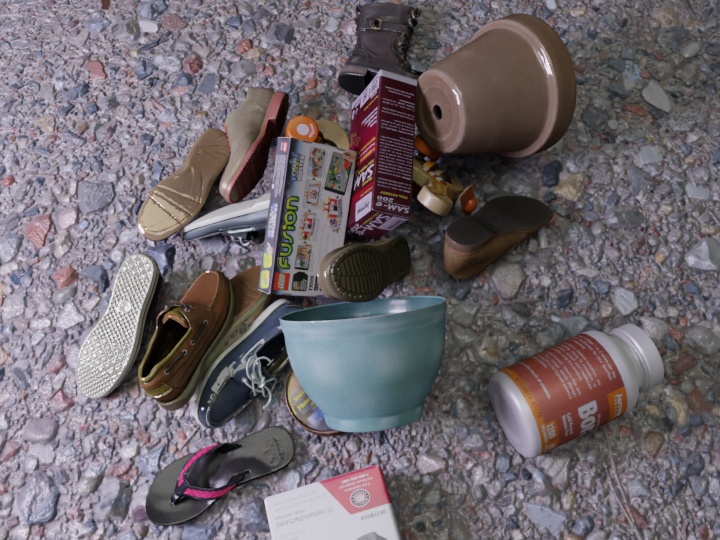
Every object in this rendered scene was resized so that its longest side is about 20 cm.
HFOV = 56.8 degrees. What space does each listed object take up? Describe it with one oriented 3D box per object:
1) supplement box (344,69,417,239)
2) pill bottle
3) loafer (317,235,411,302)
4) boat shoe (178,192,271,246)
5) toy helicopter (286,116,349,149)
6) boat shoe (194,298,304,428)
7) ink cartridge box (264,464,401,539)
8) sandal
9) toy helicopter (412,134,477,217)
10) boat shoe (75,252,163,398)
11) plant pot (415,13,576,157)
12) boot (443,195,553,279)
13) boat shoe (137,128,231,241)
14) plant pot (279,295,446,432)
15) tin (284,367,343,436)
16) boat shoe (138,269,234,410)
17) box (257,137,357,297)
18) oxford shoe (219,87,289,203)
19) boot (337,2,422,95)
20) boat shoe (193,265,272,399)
[{"bbox_3d":[0.026,-0.156,0.920,0.060,0.109,0.203,9,73,-21],"label":"supplement box"},{"bbox_3d":[0.271,0.144,0.838,0.198,0.112,0.113,-22,68,-9],"label":"pill bottle"},{"bbox_3d":[0.000,0.000,0.884,0.067,0.199,0.077,-10,92,33],"label":"loafer"},{"bbox_3d":[-0.166,-0.063,0.944,0.197,0.073,0.063,-14,108,17],"label":"boat shoe"},{"bbox_3d":[-0.046,-0.125,0.984,0.130,0.079,0.203,1,75,-15],"label":"toy helicopter"},{"bbox_3d":[-0.133,0.125,0.866,0.061,0.075,0.200,18,56,41],"label":"boat shoe"},{"bbox_3d":[-0.018,0.346,0.767,0.146,0.086,0.202,-15,66,-6],"label":"ink cartridge box"},{"bbox_3d":[-0.178,0.248,0.830,0.198,0.045,0.076,-24,69,-10],"label":"sandal"},{"bbox_3d":[0.111,-0.110,0.926,0.131,0.200,0.079,32,110,-6],"label":"toy helicopter"},{"bbox_3d":[-0.319,0.076,0.899,0.074,0.062,0.203,19,83,3],"label":"boat shoe"},{"bbox_3d":[0.170,-0.244,0.939,0.173,0.201,0.202,-21,67,-27],"label":"plant pot"},{"bbox_3d":[0.194,-0.050,0.955,0.198,0.076,0.074,-22,48,-28],"label":"boot"},{"bbox_3d":[-0.254,-0.119,0.980,0.071,0.065,0.202,30,67,-5],"label":"boat shoe"},{"bbox_3d":[0.010,0.110,0.787,0.197,0.200,0.136,-7,92,-3],"label":"plant pot"},{"bbox_3d":[-0.012,0.130,0.887,0.200,0.042,0.112,-42,77,-16],"label":"tin"},{"bbox_3d":[-0.215,0.070,0.835,0.071,0.068,0.202,-9,47,23],"label":"boat shoe"},{"bbox_3d":[-0.070,-0.068,0.891,0.109,0.035,0.203,5,96,-37],"label":"box"},{"bbox_3d":[-0.171,-0.186,0.980,0.074,0.071,0.202,17,61,6],"label":"oxford shoe"},{"bbox_3d":[0.065,-0.360,1.081,0.197,0.069,0.176,16,68,9],"label":"boot"},{"bbox_3d":[-0.178,0.079,0.903,0.073,0.063,0.201,21,63,37],"label":"boat shoe"}]
